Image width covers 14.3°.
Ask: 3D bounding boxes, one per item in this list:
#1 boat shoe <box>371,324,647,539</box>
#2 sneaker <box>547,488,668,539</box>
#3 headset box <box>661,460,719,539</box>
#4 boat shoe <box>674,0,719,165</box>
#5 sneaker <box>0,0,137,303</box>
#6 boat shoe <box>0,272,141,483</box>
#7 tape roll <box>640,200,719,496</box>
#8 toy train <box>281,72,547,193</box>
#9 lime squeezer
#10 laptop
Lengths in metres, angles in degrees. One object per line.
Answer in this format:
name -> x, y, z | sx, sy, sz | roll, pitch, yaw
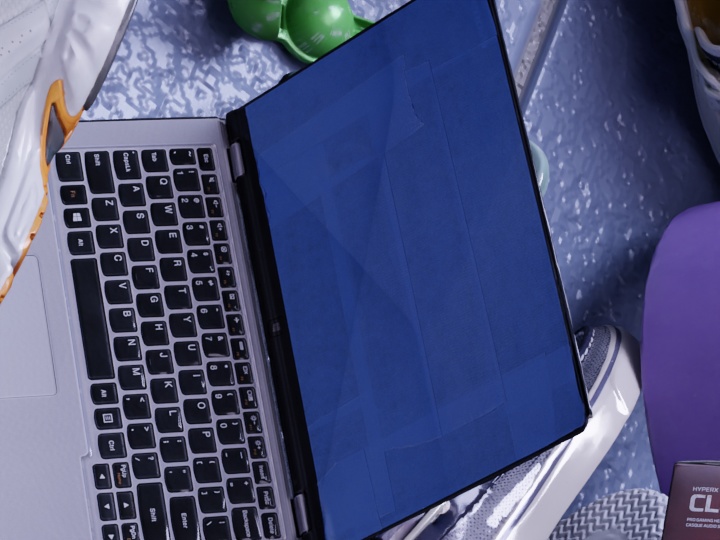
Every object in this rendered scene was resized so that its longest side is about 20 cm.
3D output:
boat shoe -> 0.045, 0.068, 1.190 | 0.093, 0.075, 0.200 | 42, 45, -5
sneaker -> 0.097, 0.193, 1.179 | 0.115, 0.075, 0.200 | 32, 85, -36
headset box -> 0.156, 0.177, 1.109 | 0.149, 0.075, 0.201 | 60, 37, -55
boat shoe -> 0.175, -0.102, 1.308 | 0.070, 0.071, 0.201 | -42, 122, -58
sneaker -> -0.150, -0.040, 0.987 | 0.092, 0.076, 0.201 | 25, 64, -10
boat shoe -> -0.144, 0.075, 1.037 | 0.072, 0.059, 0.200 | 50, 54, -20
tape roll -> 0.203, 0.061, 1.268 | 0.200, 0.085, 0.201 | 32, 52, -54
toy train -> 0.000, 0.000, 1.122 | 0.085, 0.114, 0.201 | 42, 53, -40
lime squeezer -> -0.012, -0.113, 1.187 | 0.200, 0.070, 0.038 | 29, 41, -65
laptop -> -0.047, 0.001, 1.004 | 0.199, 0.116, 0.188 | -2, 62, -18
